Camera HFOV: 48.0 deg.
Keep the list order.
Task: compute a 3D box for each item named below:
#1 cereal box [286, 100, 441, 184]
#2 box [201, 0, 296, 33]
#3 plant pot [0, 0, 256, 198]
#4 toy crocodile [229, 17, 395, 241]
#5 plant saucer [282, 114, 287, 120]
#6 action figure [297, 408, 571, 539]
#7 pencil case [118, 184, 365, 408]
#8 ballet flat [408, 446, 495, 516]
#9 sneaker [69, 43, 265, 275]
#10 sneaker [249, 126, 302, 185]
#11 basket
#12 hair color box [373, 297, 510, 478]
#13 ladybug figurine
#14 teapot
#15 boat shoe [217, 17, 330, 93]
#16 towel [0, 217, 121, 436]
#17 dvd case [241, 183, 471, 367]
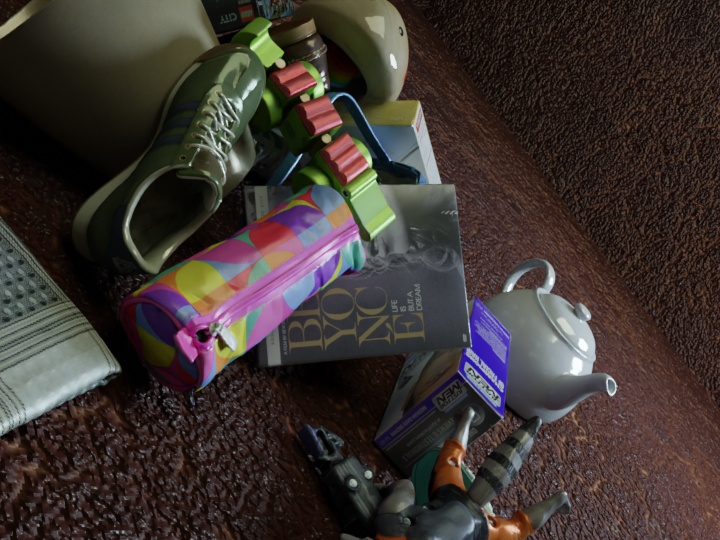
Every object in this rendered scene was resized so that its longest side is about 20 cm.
[{"bbox_3d":[0.014,-0.100,0.883,0.201,0.142,0.040,65,35,-51],"label":"cereal box"},{"bbox_3d":[-0.174,-0.246,0.800,0.137,0.197,0.038,-64,143,-68],"label":"box"},{"bbox_3d":[-0.179,-0.148,0.667,0.201,0.186,0.188,53,16,-29],"label":"plant pot"},{"bbox_3d":[-0.038,-0.115,0.668,0.067,0.062,0.201,-34,91,-33],"label":"toy crocodile"},{"bbox_3d":[-0.019,-0.126,0.977,0.198,0.035,0.201,28,-17,9],"label":"plant saucer"},{"bbox_3d":[0.046,0.167,0.604,0.193,0.105,0.200,-30,72,-40],"label":"action figure"},{"bbox_3d":[-0.078,0.010,0.590,0.089,0.088,0.200,48,48,2],"label":"pencil case"},{"bbox_3d":[0.093,0.246,0.661,0.071,0.072,0.202,21,35,-49],"label":"ballet flat"},{"bbox_3d":[-0.118,-0.076,0.584,0.089,0.201,0.067,23,-18,45],"label":"sneaker"},{"bbox_3d":[-0.129,-0.133,0.873,0.199,0.070,0.094,34,32,-29],"label":"sneaker"},{"bbox_3d":[-0.016,-0.041,0.775,0.138,0.177,0.200,17,-25,41],"label":"basket"},{"bbox_3d":[0.087,0.111,0.799,0.065,0.109,0.200,45,20,-5],"label":"hair color box"},{"bbox_3d":[-0.009,-0.228,0.838,0.136,0.072,0.200,45,-14,-14],"label":"ladybug figurine"},{"bbox_3d":[0.246,0.093,1.094,0.201,0.146,0.197,50,20,9],"label":"teapot"},{"bbox_3d":[-0.098,-0.202,0.801,0.199,0.070,0.071,22,-39,55],"label":"boat shoe"},{"bbox_3d":[-0.241,0.011,0.431,0.193,0.034,0.200,50,21,4],"label":"towel"},{"bbox_3d":[0.000,0.000,0.702,0.197,0.016,0.151,-3,83,-20],"label":"dvd case"}]
